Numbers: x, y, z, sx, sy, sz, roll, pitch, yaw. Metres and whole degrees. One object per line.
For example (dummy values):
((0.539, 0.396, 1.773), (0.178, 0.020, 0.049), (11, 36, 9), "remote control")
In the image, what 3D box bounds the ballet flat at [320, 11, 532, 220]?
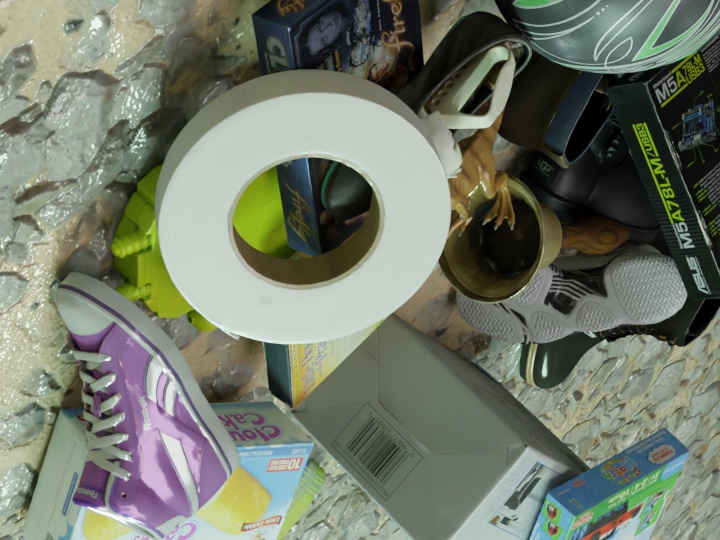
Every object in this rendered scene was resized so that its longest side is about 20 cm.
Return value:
((0.053, -0.108, 1.332), (0.200, 0.068, 0.068), (-52, 144, -20), "ballet flat")

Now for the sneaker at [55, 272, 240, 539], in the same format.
((-0.170, 0.104, 1.314), (0.114, 0.073, 0.201), (-45, 117, -27), "sneaker")

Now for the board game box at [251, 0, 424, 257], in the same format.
((-0.008, -0.124, 1.329), (0.135, 0.035, 0.200), (-42, 141, -33), "board game box")

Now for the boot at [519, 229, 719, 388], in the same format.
((0.242, 0.055, 1.743), (0.077, 0.138, 0.200), (1, 124, -49), "boot")

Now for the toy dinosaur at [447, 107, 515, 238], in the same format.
((0.085, -0.082, 1.410), (0.200, 0.060, 0.106), (-56, 148, -31), "toy dinosaur")

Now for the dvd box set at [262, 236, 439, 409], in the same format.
((0.000, 0.000, 1.470), (0.200, 0.029, 0.146), (-44, 153, -26), "dvd box set")

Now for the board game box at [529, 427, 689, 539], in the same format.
((0.192, 0.239, 1.608), (0.151, 0.037, 0.200), (-23, 143, -38), "board game box")

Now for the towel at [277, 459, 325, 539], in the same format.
((-0.113, 0.194, 1.585), (0.144, 0.023, 0.200), (-50, 147, 1), "towel")

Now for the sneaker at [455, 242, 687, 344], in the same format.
((0.189, 0.018, 1.661), (0.115, 0.200, 0.075), (-28, 112, -77), "sneaker")

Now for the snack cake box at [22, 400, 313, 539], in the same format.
((-0.147, 0.167, 1.450), (0.200, 0.067, 0.115), (0, 118, -40), "snack cake box")

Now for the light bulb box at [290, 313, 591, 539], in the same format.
((0.081, 0.156, 1.607), (0.125, 0.198, 0.200), (-50, 147, 5), "light bulb box")

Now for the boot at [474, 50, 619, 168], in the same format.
((0.187, -0.171, 1.492), (0.200, 0.097, 0.075), (-49, 147, 1), "boot")

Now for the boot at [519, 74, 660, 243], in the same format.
((0.234, -0.115, 1.619), (0.200, 0.076, 0.168), (10, 117, -50), "boot")

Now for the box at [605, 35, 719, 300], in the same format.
((0.298, -0.107, 1.525), (0.200, 0.048, 0.193), (-40, 111, -38), "box")

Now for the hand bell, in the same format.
((0.160, -0.029, 1.536), (0.200, 0.104, 0.104), (-3, 126, -52), "hand bell")

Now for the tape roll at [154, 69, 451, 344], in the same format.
((-0.039, -0.040, 1.280), (0.203, 0.037, 0.203), (-5, 124, -8), "tape roll")

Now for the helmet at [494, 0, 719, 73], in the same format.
((0.190, -0.236, 1.365), (0.200, 0.200, 0.191), (2, 105, -50), "helmet")

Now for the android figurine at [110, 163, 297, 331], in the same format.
((-0.098, -0.035, 1.359), (0.200, 0.041, 0.182), (-25, 140, -34), "android figurine")
